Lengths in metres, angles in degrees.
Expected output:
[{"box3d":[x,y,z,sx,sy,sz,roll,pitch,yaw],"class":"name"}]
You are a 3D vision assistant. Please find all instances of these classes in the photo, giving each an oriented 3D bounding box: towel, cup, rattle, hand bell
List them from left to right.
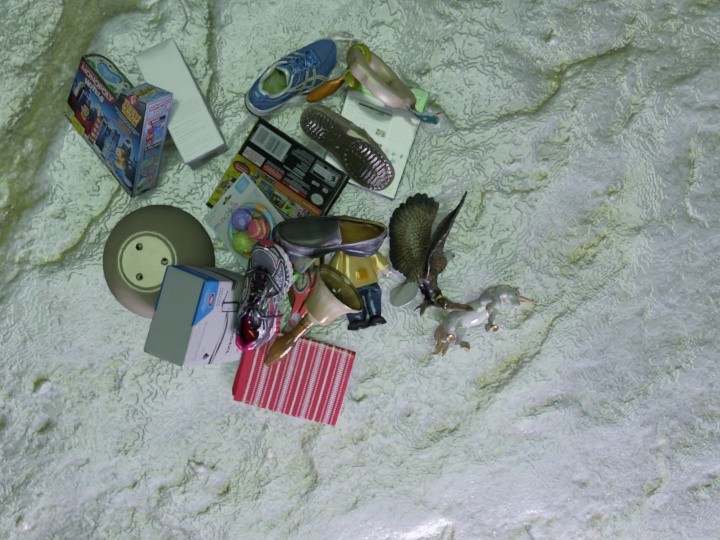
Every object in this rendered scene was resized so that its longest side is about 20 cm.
[{"box3d":[-0.353,-0.015,1.675,0.196,0.143,0.204,0,90,-3],"class":"cup"},{"box3d":[-0.119,0.184,1.738,0.196,0.023,0.147,15,101,-4],"class":"towel"},{"box3d":[-0.097,0.096,1.678,0.104,0.104,0.200,43,109,-2],"class":"hand bell"},{"box3d":[0.029,-0.281,1.701,0.199,0.130,0.143,35,99,-29],"class":"rattle"}]

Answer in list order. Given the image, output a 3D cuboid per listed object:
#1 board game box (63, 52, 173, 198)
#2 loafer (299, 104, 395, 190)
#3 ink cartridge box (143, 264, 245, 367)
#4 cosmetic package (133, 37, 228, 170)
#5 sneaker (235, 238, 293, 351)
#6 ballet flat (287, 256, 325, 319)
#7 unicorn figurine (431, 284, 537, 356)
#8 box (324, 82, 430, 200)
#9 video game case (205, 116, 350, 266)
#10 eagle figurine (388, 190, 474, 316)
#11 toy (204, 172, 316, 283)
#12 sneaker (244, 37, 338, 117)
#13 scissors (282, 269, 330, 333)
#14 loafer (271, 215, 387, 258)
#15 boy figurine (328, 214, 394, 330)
[{"box3d":[-0.395,-0.262,1.648,0.201,0.200,0.061,50,47,7],"class":"board game box"},{"box3d":[-0.018,-0.220,1.697,0.199,0.069,0.076,41,113,-17],"class":"loafer"},{"box3d":[-0.260,0.074,1.641,0.083,0.199,0.149,17,95,20],"class":"ink cartridge box"},{"box3d":[-0.306,-0.285,1.692,0.080,0.113,0.202,-28,90,-3],"class":"cosmetic package"},{"box3d":[-0.163,0.044,1.630,0.079,0.075,0.203,18,118,19],"class":"sneaker"},{"box3d":[-0.093,-0.013,1.730,0.067,0.063,0.204,4,90,-5],"class":"ballet flat"},{"box3d":[0.212,0.077,1.728,0.197,0.138,0.075,-17,108,11],"class":"unicorn figurine"},{"box3d":[0.026,-0.244,1.750,0.142,0.036,0.203,20,90,-3],"class":"box"},{"box3d":[-0.145,-0.138,1.711,0.199,0.025,0.182,34,93,14],"class":"video game case"},{"box3d":[0.121,-0.032,1.715,0.149,0.151,0.204,-5,101,10],"class":"eagle figurine"},{"box3d":[-0.179,-0.055,1.672,0.115,0.047,0.200,-45,80,17],"class":"toy"},{"box3d":[-0.112,-0.340,1.711,0.199,0.077,0.076,-41,92,-17],"class":"sneaker"},{"box3d":[-0.108,0.084,1.724,0.072,0.014,0.203,15,110,-10],"class":"scissors"},{"box3d":[-0.049,-0.065,1.638,0.197,0.072,0.074,-2,70,-24],"class":"loafer"},{"box3d":[0.000,0.000,1.731,0.122,0.064,0.204,-8,90,-15],"class":"boy figurine"}]
